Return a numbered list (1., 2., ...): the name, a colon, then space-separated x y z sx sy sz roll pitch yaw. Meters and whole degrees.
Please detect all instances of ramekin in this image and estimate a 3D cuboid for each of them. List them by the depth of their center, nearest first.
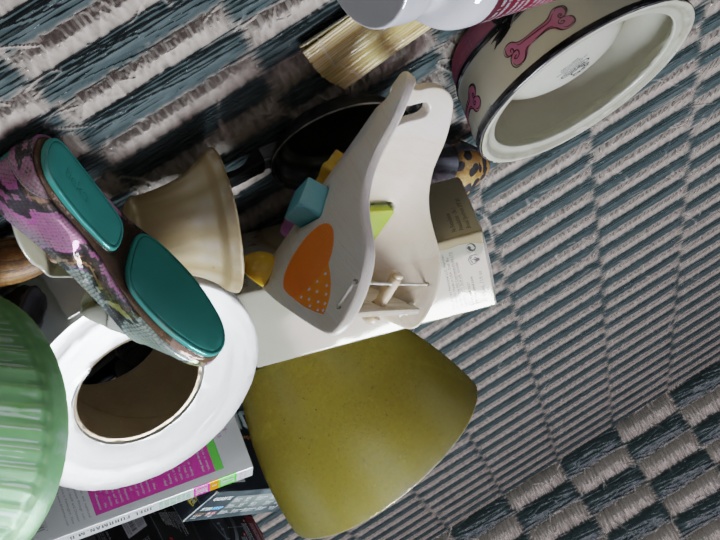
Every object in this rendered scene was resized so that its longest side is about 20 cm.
1. ramekin: -0.298 0.105 1.133 0.200 0.201 0.098 -38 155 19

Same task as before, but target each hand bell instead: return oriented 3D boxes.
1. hand bell: -0.189 -0.016 1.196 0.199 0.105 0.104 -12 158 -14

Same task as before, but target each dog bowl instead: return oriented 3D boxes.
1. dog bowl: 0.158 -0.173 1.353 0.199 0.074 0.200 -30 162 -10

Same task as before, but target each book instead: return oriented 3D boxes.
1. book: -0.204 0.141 1.438 0.199 0.134 0.048 -18 160 -13

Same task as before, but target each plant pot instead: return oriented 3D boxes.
1. plant pot: -0.021 0.105 1.468 0.200 0.142 0.200 -35 -165 11

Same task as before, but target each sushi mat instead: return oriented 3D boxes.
1. sushi mat: 0.052 -0.196 1.206 0.200 0.012 0.096 -34 164 7

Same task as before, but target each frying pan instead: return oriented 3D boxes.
1. frying pan: -0.049 -0.082 1.309 0.189 0.031 0.115 -24 156 8

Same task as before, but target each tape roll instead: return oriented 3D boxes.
1. tape roll: -0.180 0.068 1.310 0.202 0.071 0.203 -20 135 -21

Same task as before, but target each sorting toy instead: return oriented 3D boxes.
1. sorting toy: 0.011 -0.055 1.247 0.181 0.106 0.200 -63 165 7

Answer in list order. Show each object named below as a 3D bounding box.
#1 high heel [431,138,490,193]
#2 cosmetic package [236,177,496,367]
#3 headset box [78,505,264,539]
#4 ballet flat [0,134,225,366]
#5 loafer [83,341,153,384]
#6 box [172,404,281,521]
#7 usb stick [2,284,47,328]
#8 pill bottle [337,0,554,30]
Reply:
1. high heel: 0.030 -0.031 1.513 0.142 0.072 0.200 -9 144 -38
2. cosmetic package: 0.000 0.000 1.393 0.199 0.104 0.073 -14 119 -2
3. headset box: -0.164 0.230 1.540 0.077 0.149 0.200 -37 161 15
4. ballet flat: -0.171 -0.005 1.134 0.071 0.069 0.200 -23 124 28
5. loafer: -0.199 0.071 1.408 0.200 0.071 0.068 -27 164 -16
6. box: -0.138 0.145 1.569 0.046 0.159 0.200 -39 161 17
7. usb stick: -0.301 0.071 1.229 0.199 0.033 0.056 -30 -155 25
8. pill bottle: 0.080 -0.210 1.046 0.199 0.113 0.113 -22 160 -32
